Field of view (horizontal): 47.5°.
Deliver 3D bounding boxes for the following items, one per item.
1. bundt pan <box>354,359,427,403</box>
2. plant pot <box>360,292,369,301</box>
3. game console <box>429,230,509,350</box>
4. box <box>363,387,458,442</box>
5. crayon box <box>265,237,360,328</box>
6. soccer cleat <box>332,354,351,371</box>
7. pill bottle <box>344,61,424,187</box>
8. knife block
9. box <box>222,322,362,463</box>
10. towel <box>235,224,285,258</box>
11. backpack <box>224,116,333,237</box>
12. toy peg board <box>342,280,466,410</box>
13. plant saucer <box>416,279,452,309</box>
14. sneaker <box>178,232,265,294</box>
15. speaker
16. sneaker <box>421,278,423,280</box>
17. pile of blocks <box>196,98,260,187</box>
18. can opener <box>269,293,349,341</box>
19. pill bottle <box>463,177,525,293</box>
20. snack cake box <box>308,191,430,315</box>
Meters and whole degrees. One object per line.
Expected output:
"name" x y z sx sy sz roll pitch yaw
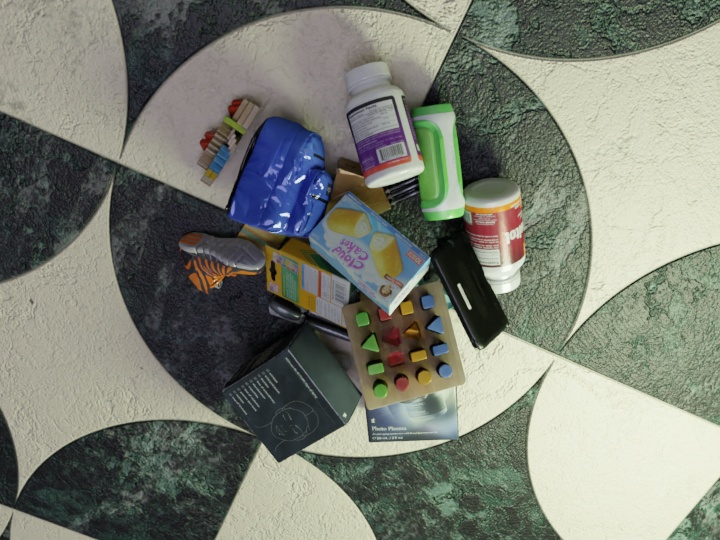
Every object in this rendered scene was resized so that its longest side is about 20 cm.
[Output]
"bundt pan" 0.081 0.159 1.611 0.198 0.076 0.206 -1 80 6
"plant pot" 0.000 0.000 1.666 0.196 0.028 0.203 1 118 2
"game console" 0.184 0.041 1.547 0.116 0.175 0.202 -24 95 42
"box" 0.105 0.248 1.734 0.196 0.124 0.201 -4 116 6
"crayon box" -0.094 0.019 1.625 0.198 0.052 0.127 24 136 20
"soccer cleat" -0.119 0.203 1.759 0.197 0.070 0.079 -11 114 13
"pill bottle" 0.036 -0.258 1.450 0.110 0.111 0.203 -16 88 12
"knife block" 0.024 -0.137 1.571 0.173 0.064 0.202 19 117 -5
"box" -0.139 0.252 1.683 0.195 0.124 0.201 -32 100 28
"towel" -0.175 -0.102 1.632 0.085 0.018 0.201 30 115 -15
"backpack" -0.132 -0.168 1.499 0.165 0.162 0.203 18 93 4
"toy peg board" 0.082 0.140 1.517 0.196 0.098 0.203 -14 88 0
"plant saucer" 0.111 0.039 1.609 0.198 0.019 0.070 23 148 -32
"sneaker" -0.272 -0.005 1.648 0.197 0.078 0.113 16 130 25
"speaker" 0.141 -0.197 1.492 0.087 0.088 0.204 -7 98 8
"sneaker" 0.040 -0.009 1.596 0.199 0.085 0.073 33 114 -16
"pile of blocks" -0.261 -0.243 1.526 0.062 0.082 0.201 32 116 -13
"can opener" -0.101 0.103 1.709 0.197 0.067 0.053 19 116 -11
"pill bottle" 0.257 -0.065 1.565 0.111 0.113 0.203 -7 118 8
"snack cake box" 0.015 -0.032 1.480 0.199 0.067 0.115 40 76 13
